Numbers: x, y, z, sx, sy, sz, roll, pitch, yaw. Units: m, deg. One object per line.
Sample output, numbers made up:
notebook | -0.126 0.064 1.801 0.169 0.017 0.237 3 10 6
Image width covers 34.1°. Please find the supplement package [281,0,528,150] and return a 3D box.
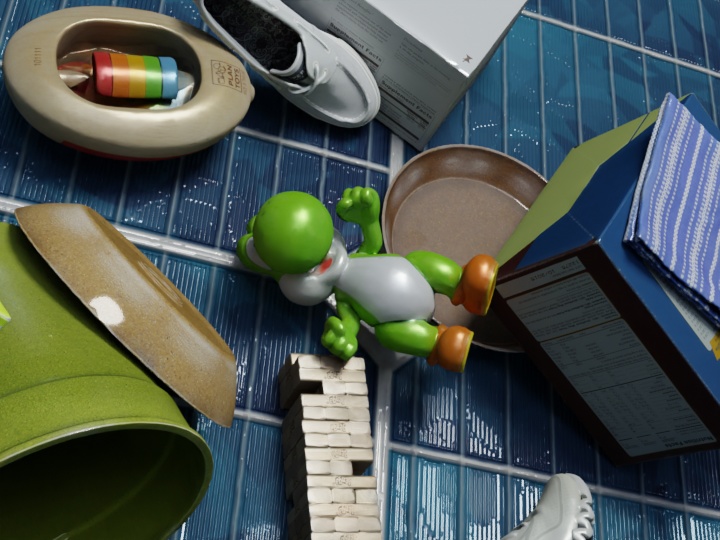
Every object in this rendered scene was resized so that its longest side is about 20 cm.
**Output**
supplement package | 0.030 -0.241 1.054 0.199 0.111 0.156 37 54 1

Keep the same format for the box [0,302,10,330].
box | -0.284 0.011 0.663 0.122 0.048 0.200 -47 47 1

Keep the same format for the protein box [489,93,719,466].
protein box | 0.236 0.010 0.940 0.200 0.134 0.199 50 52 -14

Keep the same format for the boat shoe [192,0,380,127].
boat shoe | -0.058 -0.179 0.966 0.200 0.072 0.069 44 20 -30

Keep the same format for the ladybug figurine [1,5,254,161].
ladybug figurine | -0.182 -0.140 0.927 0.198 0.072 0.137 4 59 -20

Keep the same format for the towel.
towel | 0.283 -0.022 0.884 0.199 0.024 0.146 37 56 -22

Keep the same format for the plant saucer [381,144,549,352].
plant saucer | 0.105 -0.015 0.998 0.198 0.035 0.202 11 56 -17

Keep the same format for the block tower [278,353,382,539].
block tower | -0.022 0.154 0.830 0.057 0.054 0.202 4 59 -20

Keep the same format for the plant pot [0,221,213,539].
plant pot | -0.220 0.080 0.720 0.199 0.201 0.194 -15 56 -29

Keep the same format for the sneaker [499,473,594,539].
sneaker | 0.109 0.221 0.839 0.081 0.075 0.201 27 53 6

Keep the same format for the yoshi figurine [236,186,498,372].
yoshi figurine | -0.003 0.000 0.868 0.198 0.113 0.113 20 31 10

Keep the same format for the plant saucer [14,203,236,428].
plant saucer | -0.144 0.020 0.777 0.035 0.200 0.200 -44 83 -3
